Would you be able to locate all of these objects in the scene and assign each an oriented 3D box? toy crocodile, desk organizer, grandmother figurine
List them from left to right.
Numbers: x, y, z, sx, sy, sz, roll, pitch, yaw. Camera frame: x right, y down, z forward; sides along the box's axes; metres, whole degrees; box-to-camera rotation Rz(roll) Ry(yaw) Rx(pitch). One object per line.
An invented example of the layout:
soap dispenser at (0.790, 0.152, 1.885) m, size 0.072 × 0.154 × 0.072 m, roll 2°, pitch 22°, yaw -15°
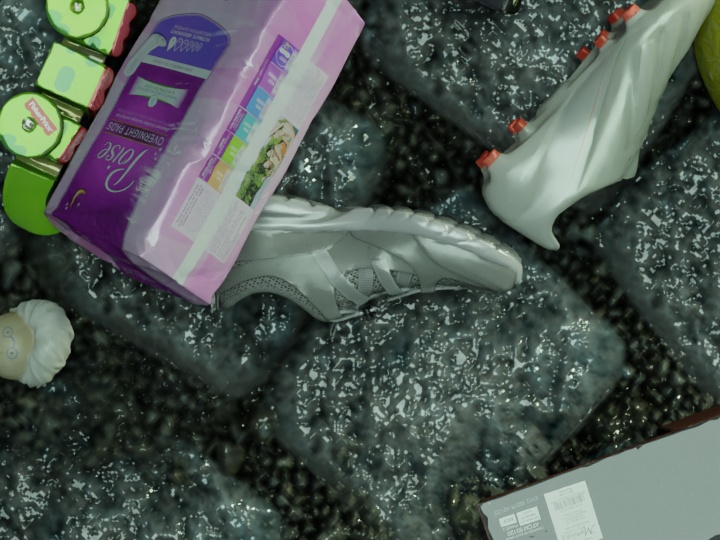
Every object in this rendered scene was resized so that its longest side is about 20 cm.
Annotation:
grandmother figurine at (-0.269, 0.065, 1.090) m, size 0.198 × 0.061 × 0.123 m, roll -16°, pitch 97°, yaw 0°
toy crocodile at (-0.172, -0.121, 1.095) m, size 0.061 × 0.068 × 0.202 m, roll 22°, pitch 90°, yaw -5°
desk organizer at (0.171, 0.138, 1.093) m, size 0.198 × 0.077 × 0.072 m, roll -20°, pitch 89°, yaw -3°

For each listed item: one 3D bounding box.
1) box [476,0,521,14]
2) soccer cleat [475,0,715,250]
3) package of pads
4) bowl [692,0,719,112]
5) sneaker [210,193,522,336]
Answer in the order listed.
box at (0.067, -0.276, 1.084) m, size 0.142 × 0.036 × 0.202 m, roll 25°, pitch 103°, yaw 12°
soccer cleat at (0.157, -0.102, 1.110) m, size 0.078 × 0.069 × 0.200 m, roll 43°, pitch 94°, yaw -5°
package of pads at (-0.094, -0.089, 1.061) m, size 0.075 × 0.120 × 0.201 m, roll 36°, pitch 79°, yaw -41°
bowl at (0.308, -0.159, 1.094) m, size 0.198 × 0.108 × 0.203 m, roll 0°, pitch 88°, yaw -2°
sneaker at (0.000, 0.000, 1.101) m, size 0.198 × 0.075 × 0.083 m, roll 7°, pitch 94°, yaw 9°
